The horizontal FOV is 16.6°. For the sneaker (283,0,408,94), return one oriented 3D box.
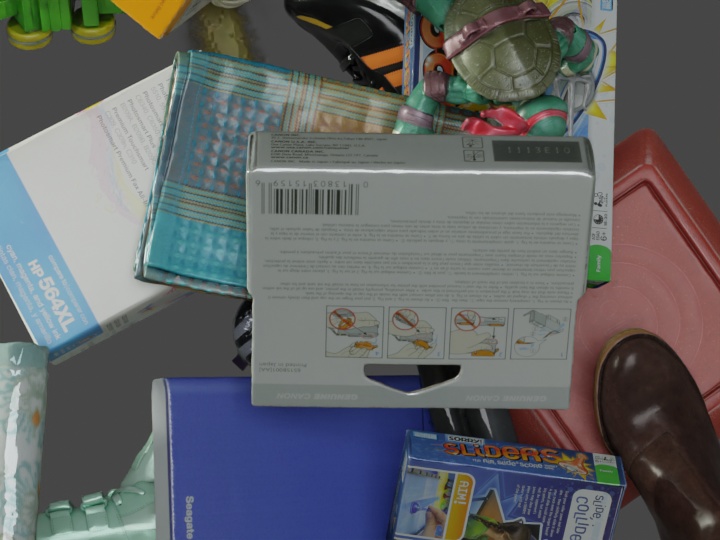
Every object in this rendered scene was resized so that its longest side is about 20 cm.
[{"bbox_3d":[0.029,-0.118,1.608,0.200,0.070,0.090,28,81,-2],"label":"sneaker"}]

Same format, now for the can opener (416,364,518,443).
[{"bbox_3d":[0.085,0.110,1.595,0.053,0.067,0.200,-15,91,35],"label":"can opener"}]

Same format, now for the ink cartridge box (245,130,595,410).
[{"bbox_3d":[0.033,0.002,1.456,0.200,0.044,0.174,1,127,-1],"label":"ink cartridge box"}]

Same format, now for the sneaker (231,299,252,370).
[{"bbox_3d":[0.000,0.000,1.591,0.200,0.088,0.074,-29,87,-14],"label":"sneaker"}]

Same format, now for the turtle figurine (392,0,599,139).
[{"bbox_3d":[0.082,-0.132,1.491,0.150,0.101,0.200,-17,70,-21],"label":"turtle figurine"}]

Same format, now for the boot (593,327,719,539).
[{"bbox_3d":[0.218,0.141,1.520,0.072,0.166,0.200,-23,109,-10],"label":"boot"}]

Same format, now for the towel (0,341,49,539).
[{"bbox_3d":[-0.260,0.134,1.517,0.048,0.200,0.171,8,79,-41],"label":"towel"}]

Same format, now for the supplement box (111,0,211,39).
[{"bbox_3d":[-0.116,-0.238,1.547,0.126,0.200,0.074,39,120,0],"label":"supplement box"}]

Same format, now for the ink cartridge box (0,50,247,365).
[{"bbox_3d":[-0.138,-0.042,1.563,0.200,0.129,0.125,-27,87,-5],"label":"ink cartridge box"}]

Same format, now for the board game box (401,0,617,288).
[{"bbox_3d":[0.093,-0.093,1.562,0.135,0.034,0.200,4,81,-12],"label":"board game box"}]

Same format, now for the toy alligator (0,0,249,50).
[{"bbox_3d":[-0.171,-0.188,1.616,0.200,0.059,0.054,-6,44,-6],"label":"toy alligator"}]

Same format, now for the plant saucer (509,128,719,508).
[{"bbox_3d":[0.169,0.037,1.619,0.200,0.037,0.200,-34,88,-6],"label":"plant saucer"}]

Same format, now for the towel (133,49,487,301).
[{"bbox_3d":[-0.028,-0.048,1.501,0.200,0.022,0.147,11,80,-10],"label":"towel"}]

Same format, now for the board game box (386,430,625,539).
[{"bbox_3d":[0.079,0.200,1.542,0.135,0.034,0.200,8,118,-5],"label":"board game box"}]

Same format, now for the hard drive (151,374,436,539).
[{"bbox_3d":[-0.035,0.133,1.561,0.200,0.025,0.132,1,84,-30],"label":"hard drive"}]

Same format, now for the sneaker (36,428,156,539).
[{"bbox_3d":[-0.160,0.143,1.575,0.200,0.074,0.118,11,81,-3],"label":"sneaker"}]
